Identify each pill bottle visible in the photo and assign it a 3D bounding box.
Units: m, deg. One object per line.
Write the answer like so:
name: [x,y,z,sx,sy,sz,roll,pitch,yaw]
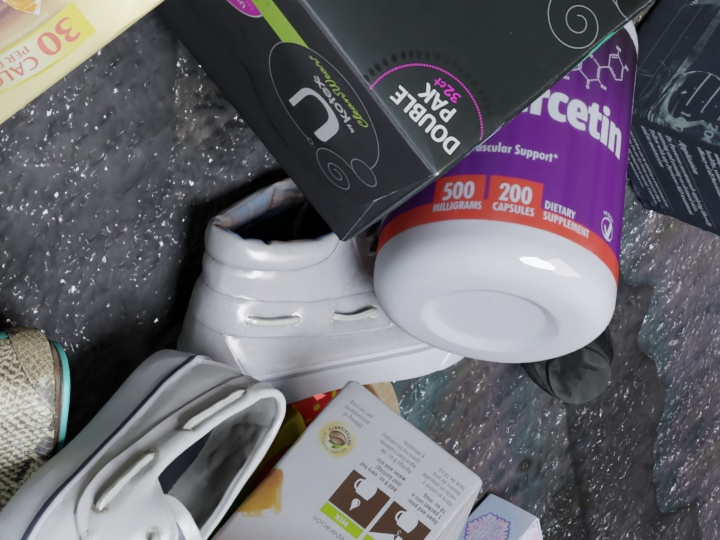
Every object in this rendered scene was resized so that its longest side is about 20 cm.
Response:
pill bottle: [0.072,-0.066,0.973,0.112,0.112,0.201,47,44,-52]

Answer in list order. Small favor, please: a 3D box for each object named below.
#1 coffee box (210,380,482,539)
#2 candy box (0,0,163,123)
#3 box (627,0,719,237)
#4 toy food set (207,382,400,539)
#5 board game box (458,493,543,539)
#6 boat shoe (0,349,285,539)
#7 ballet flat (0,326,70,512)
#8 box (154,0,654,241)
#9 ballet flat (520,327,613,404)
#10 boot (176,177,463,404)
coffee box: [-0.041,0.161,0.923,0.200,0.080,0.115,-49,168,-22]
candy box: [-0.096,-0.151,0.712,0.200,0.055,0.116,-37,119,4]
box: [0.275,-0.110,1.170,0.200,0.196,0.124,-54,143,-14]
toy food set: [-0.040,0.134,1.051,0.198,0.049,0.201,-45,140,-25]
board game box: [0.048,0.270,1.247,0.199,0.041,0.201,-43,139,-26]
boat shoe: [-0.096,0.111,0.855,0.200,0.065,0.072,-50,141,-46]
ballet flat: [-0.163,0.120,0.889,0.075,0.068,0.201,-9,114,-24]
box: [0.036,-0.136,0.854,0.200,0.149,0.124,-39,-178,-21]
ballet flat: [0.090,0.001,1.146,0.066,0.057,0.200,-28,132,-1]
boot: [0.000,0.000,0.997,0.199,0.073,0.096,-17,130,-44]
